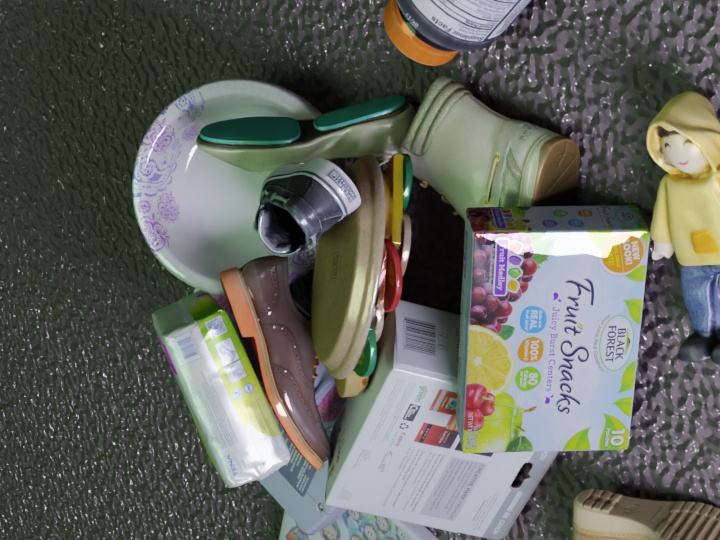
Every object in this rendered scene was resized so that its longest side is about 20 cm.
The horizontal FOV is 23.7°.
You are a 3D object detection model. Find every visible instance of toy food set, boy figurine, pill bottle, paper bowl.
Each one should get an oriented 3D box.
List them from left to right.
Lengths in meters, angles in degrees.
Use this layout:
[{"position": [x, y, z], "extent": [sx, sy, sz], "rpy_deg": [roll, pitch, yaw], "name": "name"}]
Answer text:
[{"position": [-0.108, -0.078, 1.615], "extent": [0.199, 0.104, 0.202], "rpy_deg": [0, 94, 6], "name": "paper bowl"}, {"position": [0.000, 0.000, 1.467], "extent": [0.198, 0.048, 0.201], "rpy_deg": [126, 149, -65], "name": "toy food set"}, {"position": [0.093, -0.244, 1.342], "extent": [0.107, 0.106, 0.200], "rpy_deg": [59, 141, 12], "name": "pill bottle"}, {"position": [0.263, -0.032, 1.275], "extent": [0.124, 0.064, 0.201], "rpy_deg": [8, 116, 51], "name": "boy figurine"}]

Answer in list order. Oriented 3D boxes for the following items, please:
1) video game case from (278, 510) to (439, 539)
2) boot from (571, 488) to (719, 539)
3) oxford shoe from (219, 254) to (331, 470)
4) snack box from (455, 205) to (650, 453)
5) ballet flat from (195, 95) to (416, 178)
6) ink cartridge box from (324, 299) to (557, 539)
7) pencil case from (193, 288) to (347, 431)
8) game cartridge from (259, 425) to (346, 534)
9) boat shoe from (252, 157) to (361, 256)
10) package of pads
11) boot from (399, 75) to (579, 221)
[{"position": [-0.007, 0.289, 1.777], "extent": [0.200, 0.024, 0.183], "rpy_deg": [39, 133, 33], "name": "video game case"}, {"position": [0.266, 0.273, 1.429], "extent": [0.199, 0.072, 0.167], "rpy_deg": [15, 130, 44], "name": "boot"}, {"position": [-0.059, 0.083, 1.549], "extent": [0.071, 0.073, 0.201], "rpy_deg": [-139, 27, -79], "name": "oxford shoe"}, {"position": [0.152, 0.049, 1.384], "extent": [0.053, 0.141, 0.201], "rpy_deg": [-101, 11, -63], "name": "snack box"}, {"position": [-0.045, -0.107, 1.528], "extent": [0.199, 0.070, 0.070], "rpy_deg": [-7, 106, 6], "name": "ballet flat"}, {"position": [0.079, 0.139, 1.529], "extent": [0.084, 0.174, 0.201], "rpy_deg": [-87, 16, -45], "name": "ink cartridge box"}, {"position": [-0.075, 0.066, 1.657], "extent": [0.091, 0.083, 0.200], "rpy_deg": [-50, 61, 10], "name": "pencil case"}, {"position": [-0.039, 0.161, 1.722], "extent": [0.133, 0.041, 0.201], "rpy_deg": [41, 125, 26], "name": "game cartridge"}, {"position": [-0.060, -0.044, 1.450], "extent": [0.072, 0.068, 0.200], "rpy_deg": [50, 164, -10], "name": "boat shoe"}, {"position": [-0.128, 0.106, 1.549], "extent": [0.200, 0.068, 0.155], "rpy_deg": [-153, 39, -80], "name": "package of pads"}, {"position": [0.098, -0.049, 1.456], "extent": [0.154, 0.072, 0.201], "rpy_deg": [33, 125, 35], "name": "boot"}]
